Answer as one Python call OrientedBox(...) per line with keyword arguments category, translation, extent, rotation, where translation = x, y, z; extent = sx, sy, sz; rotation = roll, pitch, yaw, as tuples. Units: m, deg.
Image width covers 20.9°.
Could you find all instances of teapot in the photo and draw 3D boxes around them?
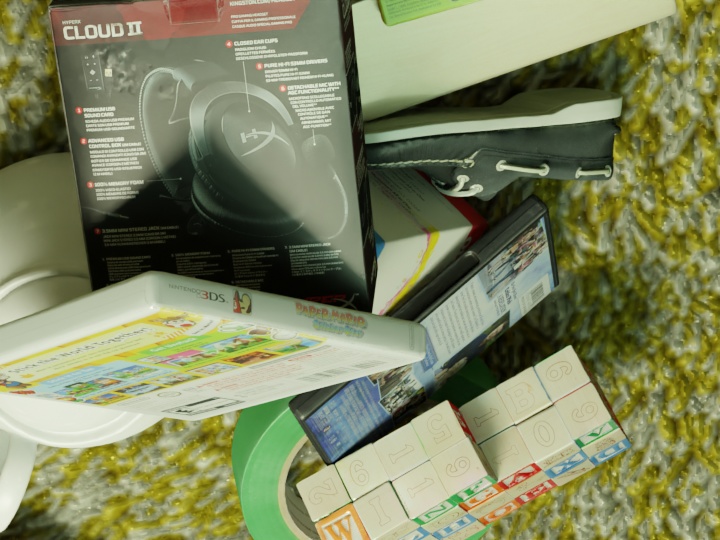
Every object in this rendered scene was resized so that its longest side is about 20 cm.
OrientedBox(category="teapot", translation=(-0.176, 0.037, 1.177), extent=(0.197, 0.146, 0.200), rotation=(-17, 118, 5))

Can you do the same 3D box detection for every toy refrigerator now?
OrientedBox(category="toy refrigerator", translation=(0.078, -0.165, 1.162), extent=(0.199, 0.070, 0.076), rotation=(-20, 120, 0))

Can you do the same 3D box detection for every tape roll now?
OrientedBox(category="tape roll", translation=(0.011, 0.132, 1.369), extent=(0.200, 0.048, 0.201), rotation=(-7, 126, -9))

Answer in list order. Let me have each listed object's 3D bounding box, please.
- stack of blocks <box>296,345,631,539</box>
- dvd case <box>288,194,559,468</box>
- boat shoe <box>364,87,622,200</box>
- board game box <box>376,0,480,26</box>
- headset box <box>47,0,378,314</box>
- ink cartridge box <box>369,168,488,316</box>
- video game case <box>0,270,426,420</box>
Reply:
OrientedBox(category="stack of blocks", translation=(0.071, 0.128, 1.284), extent=(0.200, 0.059, 0.115), rotation=(-30, 158, 6))
OrientedBox(category="dvd case", translation=(0.045, 0.044, 1.234), extent=(0.200, 0.018, 0.143), rotation=(-40, 159, -7))
OrientedBox(category="boat shoe", translation=(0.078, -0.072, 1.194), extent=(0.199, 0.076, 0.061), rotation=(-8, 106, -25))
OrientedBox(category="board game box", translation=(0.033, -0.245, 1.082), extent=(0.095, 0.030, 0.201), rotation=(-16, 107, -2))
OrientedBox(category="headset box", translation=(-0.074, -0.075, 1.017), extent=(0.148, 0.077, 0.201), rotation=(-5, 111, 5))
OrientedBox(category="ink cartridge box", translation=(0.000, 0.000, 1.196), extent=(0.200, 0.067, 0.116), rotation=(-13, 140, -55))
OrientedBox(category="video game case", translation=(-0.098, 0.044, 1.030), extent=(0.182, 0.023, 0.200), rotation=(12, 159, -42))
